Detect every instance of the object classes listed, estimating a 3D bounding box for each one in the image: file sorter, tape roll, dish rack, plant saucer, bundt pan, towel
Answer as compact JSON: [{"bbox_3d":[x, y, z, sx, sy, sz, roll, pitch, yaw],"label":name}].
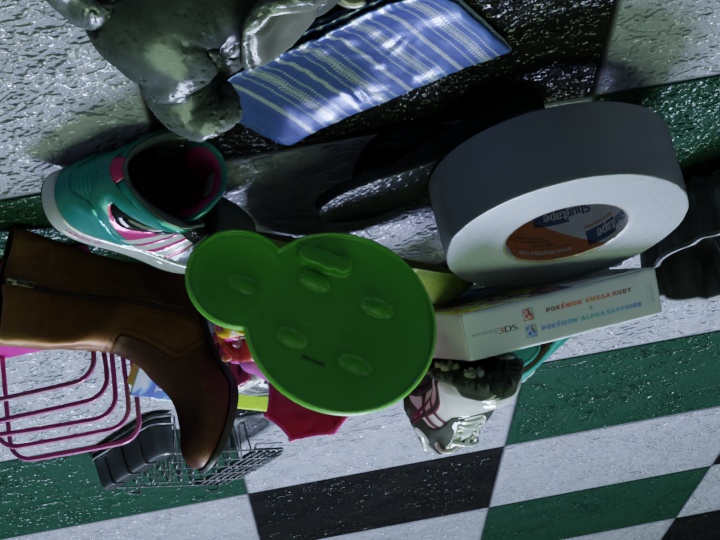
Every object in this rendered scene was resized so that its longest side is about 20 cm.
[{"bbox_3d":[-0.281,0.082,1.616,0.139,0.126,0.200,-12,160,2],"label":"file sorter"},{"bbox_3d":[0.157,-0.057,1.448,0.200,0.066,0.200,-10,156,-5],"label":"tape roll"},{"bbox_3d":[-0.196,0.216,2.115,0.200,0.055,0.153,4,156,-39],"label":"dish rack"},{"bbox_3d":[0.000,0.000,1.542,0.199,0.031,0.200,12,-178,0],"label":"plant saucer"},{"bbox_3d":[0.350,-0.042,1.695,0.201,0.076,0.202,-10,159,-4],"label":"bundt pan"},{"bbox_3d":[-0.006,-0.145,1.313,0.200,0.024,0.145,-20,158,22],"label":"towel"}]

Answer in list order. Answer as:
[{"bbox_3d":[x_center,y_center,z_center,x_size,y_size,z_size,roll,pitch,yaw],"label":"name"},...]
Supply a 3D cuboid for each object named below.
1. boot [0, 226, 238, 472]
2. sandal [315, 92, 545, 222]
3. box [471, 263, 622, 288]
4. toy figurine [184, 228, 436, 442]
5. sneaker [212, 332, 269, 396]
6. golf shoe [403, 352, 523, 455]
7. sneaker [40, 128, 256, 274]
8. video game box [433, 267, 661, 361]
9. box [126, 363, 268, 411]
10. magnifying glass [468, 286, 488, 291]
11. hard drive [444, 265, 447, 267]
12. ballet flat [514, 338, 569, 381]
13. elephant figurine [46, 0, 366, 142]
[{"bbox_3d":[-0.200,0.065,1.483,0.200,0.189,0.068,13,154,-30],"label":"boot"},{"bbox_3d":[0.053,-0.096,1.457,0.200,0.048,0.075,-25,157,1],"label":"sandal"},{"bbox_3d":[0.166,-0.049,1.621,0.161,0.049,0.200,-7,158,-4],"label":"box"},{"bbox_3d":[-0.057,0.066,1.447,0.200,0.150,0.184,22,152,-3],"label":"toy figurine"},{"bbox_3d":[-0.047,0.065,1.591,0.199,0.074,0.087,-19,166,23],"label":"sneaker"},{"bbox_3d":[0.090,0.112,1.535,0.077,0.088,0.200,-9,-179,-16],"label":"golf shoe"},{"bbox_3d":[-0.133,-0.055,1.408,0.200,0.084,0.121,11,159,-43],"label":"sneaker"},{"bbox_3d":[0.133,0.037,1.565,0.182,0.047,0.200,-10,-177,-19],"label":"video game box"},{"bbox_3d":[-0.125,0.062,1.657,0.200,0.122,0.048,10,-169,-43],"label":"box"},{"bbox_3d":[0.048,0.035,1.718,0.199,0.022,0.080,-9,173,13],"label":"magnifying glass"},{"bbox_3d":[0.096,0.029,1.808,0.199,0.033,0.140,-16,159,12],"label":"hard drive"},{"bbox_3d":[0.166,0.066,1.730,0.200,0.067,0.070,-41,145,-11],"label":"ballet flat"},{"bbox_3d":[-0.059,-0.182,1.083,0.200,0.155,0.142,-29,112,15],"label":"elephant figurine"}]
